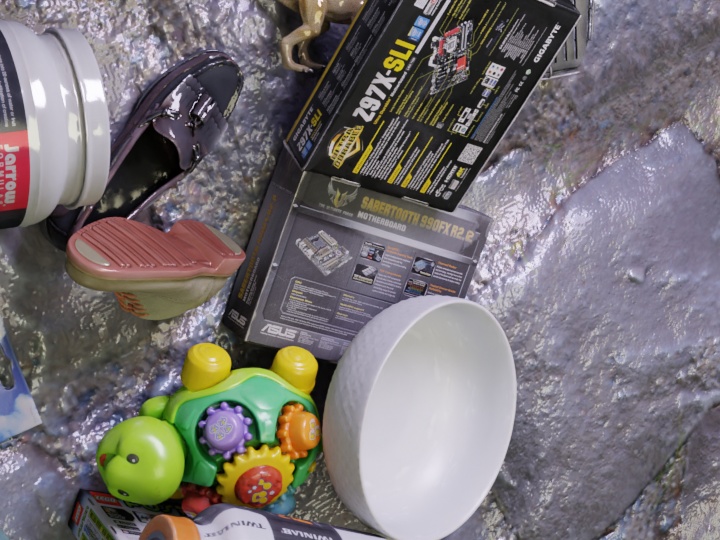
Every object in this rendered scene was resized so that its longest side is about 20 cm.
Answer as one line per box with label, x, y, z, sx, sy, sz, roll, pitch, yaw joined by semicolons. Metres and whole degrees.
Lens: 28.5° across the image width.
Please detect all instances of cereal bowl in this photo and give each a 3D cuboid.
cereal bowl;0.038;0.116;1.163;0.199;0.083;0.202;-12;107;-45

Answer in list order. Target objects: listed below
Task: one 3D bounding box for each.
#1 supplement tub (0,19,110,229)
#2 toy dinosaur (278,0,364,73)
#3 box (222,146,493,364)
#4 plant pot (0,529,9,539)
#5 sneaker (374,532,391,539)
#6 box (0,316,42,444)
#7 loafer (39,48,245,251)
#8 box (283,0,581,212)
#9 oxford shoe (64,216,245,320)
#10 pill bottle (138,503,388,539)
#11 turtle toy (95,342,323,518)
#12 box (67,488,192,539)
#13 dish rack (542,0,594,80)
supplement tub;-0.282;-0.093;0.953;0.198;0.140;0.142;-10;110;-27
toy dinosaur;-0.034;-0.207;1.112;0.198;0.058;0.102;7;102;-6
box;0.000;0.000;1.197;0.199;0.048;0.160;15;97;-33
plant pot;-0.321;0.264;1.016;0.160;0.200;0.203;-24;116;-35
sneaker;0.063;0.149;1.264;0.087;0.075;0.201;33;87;-33
box;-0.346;0.100;1.030;0.199;0.048;0.123;-26;117;-21
loafer;-0.155;-0.084;1.073;0.200;0.063;0.072;-46;122;-10
box;0.056;-0.150;1.102;0.159;0.049;0.201;14;120;-35
oxford shoe;-0.156;0.008;1.056;0.074;0.071;0.200;-57;157;15
pill bottle;-0.071;0.235;1.065;0.199;0.106;0.107;18;96;-32
turtle toy;-0.113;0.141;1.122;0.198;0.101;0.147;4;122;-25
box;-0.127;0.228;1.159;0.199;0.110;0.035;15;98;-32
dish rack;0.113;-0.217;1.184;0.198;0.055;0.155;-13;112;-19
